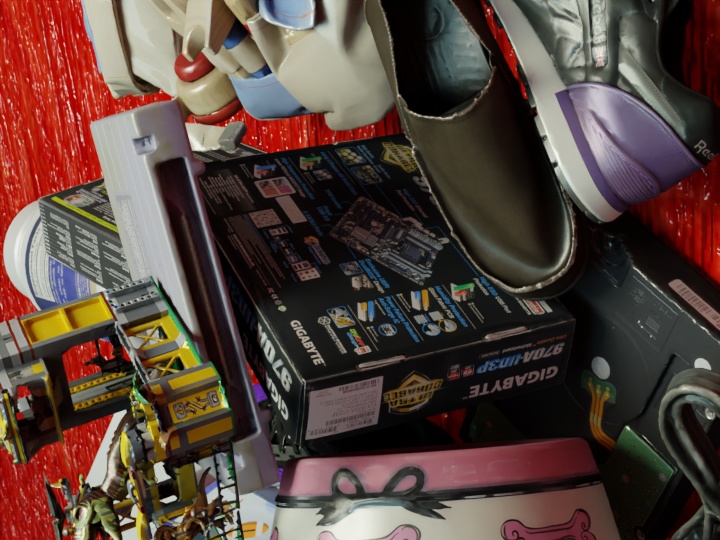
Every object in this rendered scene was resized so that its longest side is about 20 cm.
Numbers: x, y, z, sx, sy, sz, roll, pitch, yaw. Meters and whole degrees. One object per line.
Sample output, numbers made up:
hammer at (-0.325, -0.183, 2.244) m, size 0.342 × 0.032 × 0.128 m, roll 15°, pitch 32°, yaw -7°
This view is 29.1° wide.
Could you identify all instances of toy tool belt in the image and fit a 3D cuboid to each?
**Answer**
toy tool belt at (-0.154, -0.215, 0.926) m, size 0.122 × 0.124 × 0.202 m, roll 4°, pitch 111°, yaw 42°
toy tool belt at (-0.055, -0.153, 0.797) m, size 0.199 × 0.125 × 0.123 m, roll -4°, pitch 136°, yaw 40°

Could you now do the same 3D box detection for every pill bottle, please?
pill bottle at (-0.199, -0.006, 1.100) m, size 0.199 × 0.119 × 0.121 m, roll 10°, pitch 117°, yaw 50°

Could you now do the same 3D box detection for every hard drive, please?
hard drive at (0.135, 0.069, 0.774) m, size 0.140 × 0.038 × 0.201 m, roll 44°, pitch 138°, yaw 29°

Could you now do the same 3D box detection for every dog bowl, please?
dog bowl at (0.042, 0.131, 0.745) m, size 0.199 × 0.199 × 0.075 m, roll -12°, pitch 79°, yaw 54°

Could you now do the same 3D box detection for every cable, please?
cable at (0.182, 0.138, 0.703) m, size 0.097 × 0.050 × 0.201 m, roll 26°, pitch 146°, yaw 27°

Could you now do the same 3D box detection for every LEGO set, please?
LEGO set at (-0.132, 0.108, 0.703) m, size 0.201 × 0.115 × 0.154 m, roll 90°, pitch 154°, yaw -43°

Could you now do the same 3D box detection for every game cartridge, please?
game cartridge at (-0.095, 0.011, 0.747) m, size 0.130 × 0.038 × 0.202 m, roll -164°, pitch 59°, yaw -73°

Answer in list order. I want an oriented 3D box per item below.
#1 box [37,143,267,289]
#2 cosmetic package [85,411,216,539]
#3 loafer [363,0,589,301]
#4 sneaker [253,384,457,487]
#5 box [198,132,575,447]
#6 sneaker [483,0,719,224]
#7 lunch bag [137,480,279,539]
box at (-0.093, -0.026, 0.915) m, size 0.199 × 0.159 × 0.045 m, roll 23°, pitch 127°, yaw 43°
cosmetic package at (-0.166, 0.165, 1.194) m, size 0.102 × 0.074 × 0.200 m, roll 55°, pitch 145°, yaw 17°
loafer at (0.050, -0.071, 0.691) m, size 0.073 × 0.071 × 0.201 m, roll -27°, pitch 96°, yaw 17°
sneaker at (-0.031, 0.102, 0.894) m, size 0.198 × 0.070 × 0.100 m, roll 7°, pitch 159°, yaw 18°
box at (0.000, 0.000, 0.768) m, size 0.200 × 0.158 × 0.046 m, roll 54°, pitch 146°, yaw 45°
sneaker at (0.116, -0.131, 0.681) m, size 0.087 × 0.076 × 0.201 m, roll -28°, pitch 77°, yaw 26°
lunch bag at (-0.065, 0.196, 0.995) m, size 0.125 × 0.169 × 0.200 m, roll 60°, pitch 146°, yaw 0°
